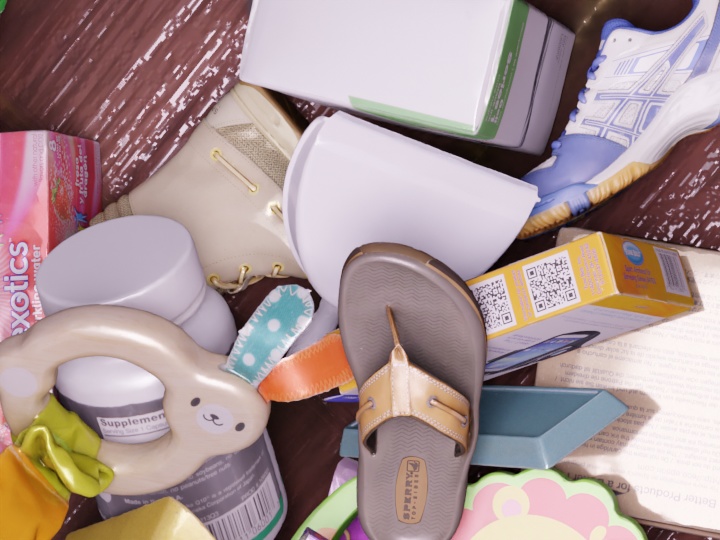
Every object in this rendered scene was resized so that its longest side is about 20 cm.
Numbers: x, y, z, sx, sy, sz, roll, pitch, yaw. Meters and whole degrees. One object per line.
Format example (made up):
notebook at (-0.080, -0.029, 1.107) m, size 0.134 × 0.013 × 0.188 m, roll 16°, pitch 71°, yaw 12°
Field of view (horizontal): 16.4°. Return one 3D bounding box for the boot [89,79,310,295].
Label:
boot at (-0.061, 0.000, 1.527) m, size 0.155 × 0.073 × 0.200 m, roll -40°, pitch 78°, yaw 10°

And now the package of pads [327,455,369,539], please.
package of pads at (0.065, 0.194, 1.487) m, size 0.199 × 0.076 × 0.121 m, roll 14°, pitch 92°, yaw 15°

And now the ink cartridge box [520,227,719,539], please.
ink cartridge box at (0.204, 0.070, 1.455) m, size 0.198 × 0.075 × 0.166 m, roll 10°, pitch 91°, yaw 15°

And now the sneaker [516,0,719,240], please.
sneaker at (0.155, -0.099, 1.473) m, size 0.199 × 0.075 × 0.088 m, roll -35°, pitch 88°, yaw -1°

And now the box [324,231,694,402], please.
box at (0.074, 0.031, 1.398) m, size 0.199 × 0.119 × 0.042 m, roll -19°, pitch 77°, yaw 25°

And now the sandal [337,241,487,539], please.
sandal at (0.023, 0.078, 1.336) m, size 0.081 × 0.055 × 0.201 m, roll 7°, pitch 120°, yaw 6°

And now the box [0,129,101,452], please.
box at (-0.222, 0.017, 1.556) m, size 0.102 × 0.095 × 0.202 m, roll -2°, pitch 88°, yaw 15°

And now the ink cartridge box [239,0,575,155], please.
ink cartridge box at (0.032, -0.125, 1.443) m, size 0.145 × 0.200 × 0.085 m, roll 14°, pitch 92°, yaw 15°

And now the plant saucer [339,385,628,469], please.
plant saucer at (0.065, 0.087, 1.438) m, size 0.199 × 0.070 × 0.019 m, roll -4°, pitch 114°, yaw 55°

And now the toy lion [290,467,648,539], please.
toy lion at (0.064, 0.184, 1.420) m, size 0.200 × 0.069 × 0.192 m, roll 41°, pitch 95°, yaw 10°

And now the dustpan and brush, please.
dustpan and brush at (0.000, 0.000, 1.437) m, size 0.139 × 0.057 × 0.201 m, roll 20°, pitch 117°, yaw -16°

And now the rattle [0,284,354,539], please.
rattle at (-0.109, 0.089, 1.334) m, size 0.198 × 0.143 × 0.131 m, roll -2°, pitch 110°, yaw 14°

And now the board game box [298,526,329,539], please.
board game box at (0.022, 0.244, 1.364) m, size 0.199 × 0.032 × 0.120 m, roll 33°, pitch 95°, yaw -7°

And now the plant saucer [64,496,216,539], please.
plant saucer at (-0.093, 0.232, 1.448) m, size 0.048 × 0.200 × 0.200 m, roll -42°, pitch 97°, yaw -27°

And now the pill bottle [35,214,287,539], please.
pill bottle at (-0.119, 0.076, 1.474) m, size 0.112 × 0.113 × 0.201 m, roll -7°, pitch 121°, yaw 14°

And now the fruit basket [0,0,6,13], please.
fruit basket at (-0.329, -0.149, 1.558) m, size 0.198 × 0.186 × 0.094 m, roll -7°, pitch 129°, yaw 13°
